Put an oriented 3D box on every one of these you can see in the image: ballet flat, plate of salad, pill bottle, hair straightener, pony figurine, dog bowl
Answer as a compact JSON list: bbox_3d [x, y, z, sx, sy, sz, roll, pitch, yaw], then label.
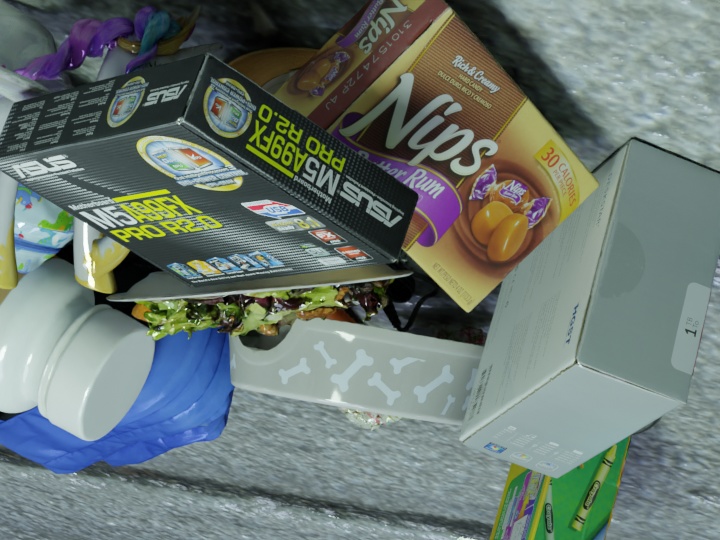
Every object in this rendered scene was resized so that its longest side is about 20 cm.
[{"bbox_3d":[0.028,0.079,1.820,0.064,0.076,0.200,32,151,-15],"label":"ballet flat"},{"bbox_3d":[-0.064,0.019,1.543,0.200,0.048,0.200,-4,-179,0],"label":"plate of salad"},{"bbox_3d":[-0.249,0.034,1.659,0.200,0.114,0.114,28,161,18],"label":"pill bottle"},{"bbox_3d":[0.000,0.000,1.661,0.077,0.041,0.200,5,158,31],"label":"hair straightener"},{"bbox_3d":[-0.201,-0.093,1.460,0.193,0.200,0.167,16,-161,-13],"label":"pony figurine"},{"bbox_3d":[0.000,0.067,1.667,0.200,0.059,0.200,9,179,0],"label":"dog bowl"}]

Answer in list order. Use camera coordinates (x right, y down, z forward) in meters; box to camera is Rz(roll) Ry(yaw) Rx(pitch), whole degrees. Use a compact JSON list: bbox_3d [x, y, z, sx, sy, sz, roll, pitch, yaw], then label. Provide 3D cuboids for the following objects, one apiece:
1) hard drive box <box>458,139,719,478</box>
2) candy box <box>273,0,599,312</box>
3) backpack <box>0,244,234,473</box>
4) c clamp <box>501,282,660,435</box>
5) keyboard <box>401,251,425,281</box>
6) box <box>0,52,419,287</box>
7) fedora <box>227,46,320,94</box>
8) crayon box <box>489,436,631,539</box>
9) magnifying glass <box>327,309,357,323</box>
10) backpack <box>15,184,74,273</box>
[{"bbox_3d":[0.148,0.029,1.515,0.077,0.156,0.200,21,158,-11],"label":"hard drive box"},{"bbox_3d":[0.045,-0.073,1.396,0.056,0.117,0.200,48,-178,42],"label":"candy box"},{"bbox_3d":[-0.167,0.055,1.795,0.168,0.163,0.200,27,143,-36],"label":"backpack"},{"bbox_3d":[0.152,0.060,1.723,0.171,0.027,0.200,5,144,2],"label":"c clamp"},{"bbox_3d":[-0.047,-0.034,1.691,0.200,0.011,0.056,16,157,2],"label":"keyboard"},{"bbox_3d":[-0.090,-0.051,1.335,0.160,0.044,0.200,32,156,-33],"label":"box"},{"bbox_3d":[-0.011,-0.064,1.502,0.200,0.082,0.201,14,157,6],"label":"fedora"},{"bbox_3d":[0.146,0.196,1.836,0.058,0.200,0.119,21,157,-9],"label":"crayon box"},{"bbox_3d":[-0.048,0.009,1.764,0.080,0.022,0.200,6,157,28],"label":"magnifying glass"},{"bbox_3d":[-0.274,-0.080,1.585,0.200,0.154,0.163,2,-174,-5],"label":"backpack"}]
